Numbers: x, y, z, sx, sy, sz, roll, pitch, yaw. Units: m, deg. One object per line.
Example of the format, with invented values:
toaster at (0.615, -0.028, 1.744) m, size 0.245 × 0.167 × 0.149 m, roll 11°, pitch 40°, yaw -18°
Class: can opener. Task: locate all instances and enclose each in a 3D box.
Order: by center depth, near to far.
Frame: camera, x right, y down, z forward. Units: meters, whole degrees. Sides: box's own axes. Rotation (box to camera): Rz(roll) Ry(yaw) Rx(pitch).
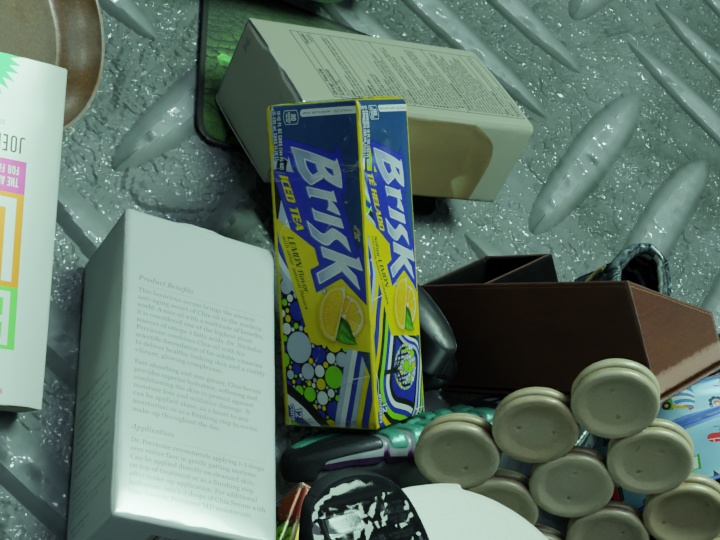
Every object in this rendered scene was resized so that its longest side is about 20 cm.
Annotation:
can opener at (0.000, 0.000, 1.055) m, size 0.063 × 0.079 × 0.200 m, roll -8°, pitch 52°, yaw -47°

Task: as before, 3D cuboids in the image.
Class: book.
book at (-0.234, -0.027, 0.866) m, size 0.133 × 0.048 × 0.201 m, roll 9°, pitch 77°, yaw -37°

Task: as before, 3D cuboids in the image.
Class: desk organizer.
desk organizer at (0.132, 0.034, 1.006) m, size 0.072 × 0.200 × 0.077 m, roll -23°, pitch 103°, yaw -35°

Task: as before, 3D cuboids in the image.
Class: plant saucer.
plant saucer at (-0.241, -0.170, 0.962) m, size 0.200 × 0.034 × 0.201 m, roll 30°, pitch 50°, yaw -44°

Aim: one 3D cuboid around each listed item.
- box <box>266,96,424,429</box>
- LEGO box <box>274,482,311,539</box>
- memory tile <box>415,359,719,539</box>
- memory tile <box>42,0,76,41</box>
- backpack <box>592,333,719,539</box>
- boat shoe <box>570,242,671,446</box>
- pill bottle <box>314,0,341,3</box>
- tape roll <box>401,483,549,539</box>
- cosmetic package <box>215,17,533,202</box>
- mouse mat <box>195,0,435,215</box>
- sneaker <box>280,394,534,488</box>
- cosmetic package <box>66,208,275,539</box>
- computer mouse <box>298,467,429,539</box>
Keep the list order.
box at (-0.009, -0.006, 0.970) m, size 0.064 × 0.070 × 0.201 m, roll -13°, pitch 100°, yaw -59°
LEGO box at (0.015, 0.238, 0.884) m, size 0.200 × 0.077 × 0.149 m, roll 31°, pitch 47°, yaw -14°
memory tile at (0.139, 0.143, 0.944) m, size 0.200 × 0.153 × 0.017 m, roll 56°, pitch 23°, yaw -29°
memory tile at (-0.259, -0.238, 1.060) m, size 0.153 × 0.017 × 0.201 m, roll 1°, pitch 60°, yaw -36°
backpack at (0.239, 0.123, 1.057) m, size 0.199 × 0.183 × 0.135 m, roll -2°, pitch 62°, yaw -32°
boat shoe at (0.160, 0.060, 1.104) m, size 0.071 × 0.091 × 0.201 m, roll 36°, pitch 46°, yaw -10°
pill bottle at (-0.057, -0.262, 1.157) m, size 0.199 × 0.111 × 0.111 m, roll 8°, pitch 56°, yaw -32°
tape roll at (0.053, 0.215, 0.847) m, size 0.202 × 0.037 × 0.203 m, roll 18°, pitch 53°, yaw -25°
cosmetic package at (0.010, -0.111, 1.102) m, size 0.199 × 0.071 × 0.105 m, roll 4°, pitch 39°, yaw -33°
mouse mat at (-0.030, -0.131, 1.159) m, size 0.199 × 0.008 × 0.161 m, roll 18°, pitch 51°, yaw -27°
sneaker at (0.047, 0.134, 0.990) m, size 0.199 × 0.074 × 0.088 m, roll -8°, pitch 93°, yaw -26°
cosmetic package at (-0.109, 0.074, 0.913) m, size 0.101 × 0.071 × 0.201 m, roll 17°, pitch 52°, yaw -26°
computer mouse at (-0.007, 0.205, 0.761) m, size 0.140 × 0.046 × 0.201 m, roll -15°, pitch 75°, yaw -35°
